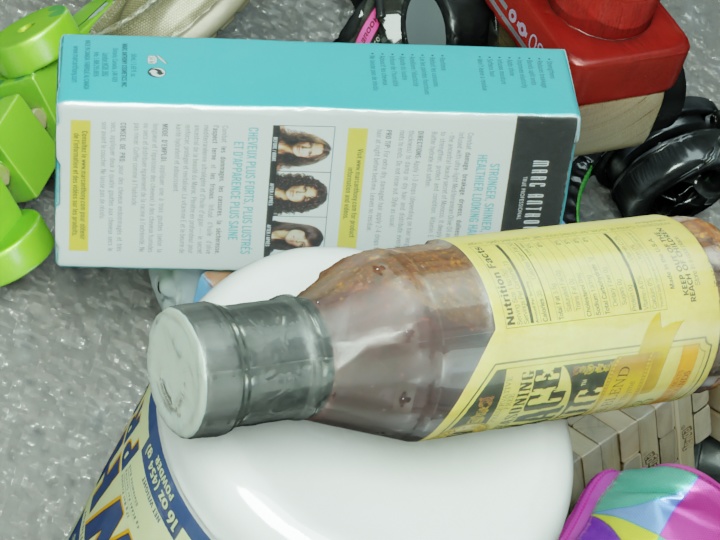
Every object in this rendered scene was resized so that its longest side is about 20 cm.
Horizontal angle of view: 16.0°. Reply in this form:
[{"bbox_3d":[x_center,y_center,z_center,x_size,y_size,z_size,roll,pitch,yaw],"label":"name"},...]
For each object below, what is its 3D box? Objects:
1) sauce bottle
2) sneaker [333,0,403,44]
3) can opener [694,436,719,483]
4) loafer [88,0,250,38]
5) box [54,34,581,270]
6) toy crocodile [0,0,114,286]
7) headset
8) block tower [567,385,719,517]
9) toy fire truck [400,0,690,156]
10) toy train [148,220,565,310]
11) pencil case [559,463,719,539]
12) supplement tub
[{"bbox_3d":[0.029,0.021,0.812,0.200,0.066,0.066,-7,57,-28],"label":"sauce bottle"},{"bbox_3d":[0.035,-0.100,1.192,0.084,0.077,0.200,-15,52,-25],"label":"sneaker"},{"bbox_3d":[0.142,0.134,1.069,0.066,0.053,0.200,-2,43,17],"label":"can opener"},{"bbox_3d":[-0.058,-0.167,1.086,0.067,0.076,0.200,39,78,-18],"label":"loafer"},{"bbox_3d":[-0.019,-0.045,1.002,0.200,0.082,0.049,1,40,-6],"label":"box"},{"bbox_3d":[-0.150,-0.052,1.067,0.068,0.062,0.200,62,38,-26],"label":"toy crocodile"},{"bbox_3d":[0.173,-0.040,1.187,0.123,0.094,0.200,40,54,8],"label":"headset"},{"bbox_3d":[0.130,0.051,1.078,0.200,0.054,0.058,-32,42,-26],"label":"block tower"},{"bbox_3d":[0.069,-0.166,1.069,0.129,0.200,0.176,-10,51,-28],"label":"toy fire truck"},{"bbox_3d":[0.000,0.000,1.081,0.200,0.087,0.114,-21,56,-34],"label":"toy train"},{"bbox_3d":[0.077,0.161,0.959,0.088,0.088,0.200,36,57,5],"label":"pencil case"},{"bbox_3d":[-0.026,0.102,0.899,0.145,0.200,0.145,14,49,-16],"label":"supplement tub"}]
